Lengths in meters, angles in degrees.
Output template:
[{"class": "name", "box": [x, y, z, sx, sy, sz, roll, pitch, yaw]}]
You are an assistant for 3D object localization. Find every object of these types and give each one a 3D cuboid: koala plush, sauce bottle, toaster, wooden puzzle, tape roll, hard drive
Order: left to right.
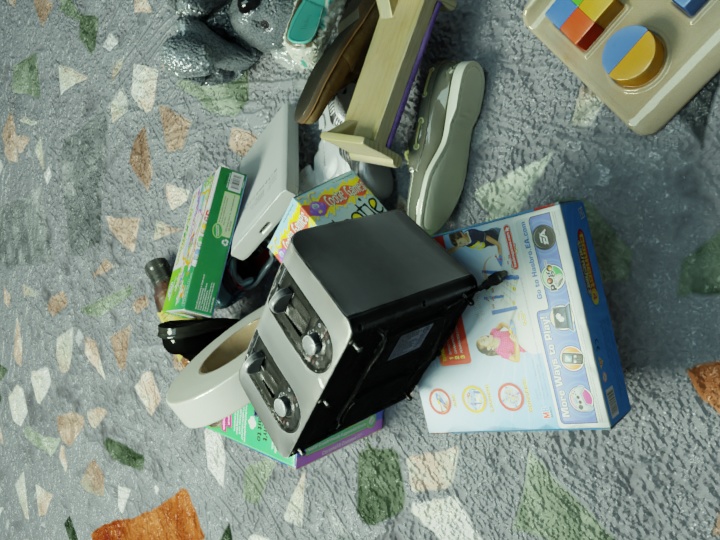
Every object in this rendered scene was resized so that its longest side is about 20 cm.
[{"class": "sauce bottle", "box": [-0.298, 0.069, 1.115, 0.066, 0.066, 0.201, -45, 62, 30]}, {"class": "tape roll", "box": [-0.130, 0.097, 0.778, 0.202, 0.203, 0.037, -25, 108, 36]}, {"class": "koala plush", "box": [-0.153, -0.350, 0.948, 0.198, 0.184, 0.179, -7, 86, 17]}, {"class": "hard drive", "box": [-0.129, -0.126, 0.930, 0.132, 0.027, 0.201, -44, 34, 32]}, {"class": "toaster", "box": [0.000, 0.052, 0.625, 0.119, 0.199, 0.181, 48, 132, 26]}, {"class": "wooden puzzle", "box": [0.274, -0.264, 0.659, 0.185, 0.046, 0.200, -49, 63, 28]}]

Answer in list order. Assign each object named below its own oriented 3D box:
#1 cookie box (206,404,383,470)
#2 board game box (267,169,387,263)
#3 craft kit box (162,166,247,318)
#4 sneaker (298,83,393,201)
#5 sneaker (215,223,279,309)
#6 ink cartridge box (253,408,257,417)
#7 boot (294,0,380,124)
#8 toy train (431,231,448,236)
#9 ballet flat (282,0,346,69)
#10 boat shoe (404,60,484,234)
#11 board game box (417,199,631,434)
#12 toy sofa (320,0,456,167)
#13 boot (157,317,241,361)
[{"class": "cookie box", "box": [-0.095, 0.170, 0.886, 0.199, 0.171, 0.076, 10, 101, 38]}, {"class": "board game box", "box": [0.000, 0.000, 0.805, 0.200, 0.103, 0.105, 50, 140, 12]}, {"class": "craft kit box", "box": [-0.229, -0.033, 0.983, 0.197, 0.048, 0.202, 166, 118, -68]}, {"class": "sneaker", "box": [-0.039, -0.166, 0.891, 0.114, 0.075, 0.201, -27, 78, 34]}, {"class": "sneaker", "box": [-0.176, -0.007, 0.977, 0.079, 0.096, 0.200, 38, 120, -9]}, {"class": "ink cartridge box", "box": [-0.075, 0.122, 0.836, 0.200, 0.118, 0.042, -121, 31, -74]}, {"class": "boot", "box": [-0.009, -0.249, 0.820, 0.073, 0.075, 0.201, 3, 60, 61]}, {"class": "toy train", "box": [0.112, -0.017, 0.801, 0.199, 0.042, 0.057, 1, 103, 38]}, {"class": "ballet flat", "box": [-0.050, -0.350, 0.891, 0.071, 0.072, 0.201, 5, 67, 38]}, {"class": "boat shoe", "box": [0.089, -0.144, 0.796, 0.060, 0.072, 0.203, 18, 96, 38]}, {"class": "board game box", "box": [0.137, 0.052, 0.660, 0.195, 0.056, 0.202, -13, 90, 41]}, {"class": "toy sofa", "box": [0.041, -0.221, 0.779, 0.083, 0.097, 0.201, 19, 90, 48]}, {"class": "boot", "box": [-0.211, 0.148, 0.967, 0.079, 0.211, 0.159, -6, 83, 16]}]
